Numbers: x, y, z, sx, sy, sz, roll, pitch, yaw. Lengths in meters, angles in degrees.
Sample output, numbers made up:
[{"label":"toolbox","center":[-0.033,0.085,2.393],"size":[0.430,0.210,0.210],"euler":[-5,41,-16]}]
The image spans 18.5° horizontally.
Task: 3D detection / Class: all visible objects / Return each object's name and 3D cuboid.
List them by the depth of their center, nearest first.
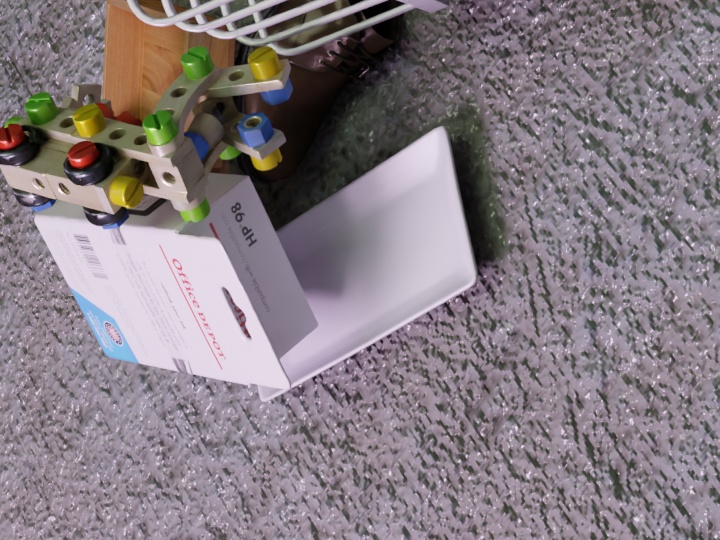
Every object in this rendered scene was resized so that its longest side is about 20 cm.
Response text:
[{"label":"file sorter","center":[-0.053,-0.207,1.279],"size":[0.124,0.200,0.139],"euler":[-20,84,19]},{"label":"toy construction set","center":[-0.142,-0.083,1.337],"size":[0.200,0.092,0.131],"euler":[1,42,47]},{"label":"tray","center":[0.000,0.000,1.379],"size":[0.200,0.022,0.107],"euler":[-31,60,39]},{"label":"ink cartridge box","center":[-0.104,0.002,1.386],"size":[0.200,0.067,0.116],"euler":[8,130,49]},{"label":"oxford shoe","center":[-0.023,-0.142,1.401],"size":[0.084,0.073,0.200],"euler":[32,106,42]},{"label":"tray","center":[-0.130,-0.127,1.482],"size":[0.200,0.037,0.099],"euler":[-152,64,-65]}]
